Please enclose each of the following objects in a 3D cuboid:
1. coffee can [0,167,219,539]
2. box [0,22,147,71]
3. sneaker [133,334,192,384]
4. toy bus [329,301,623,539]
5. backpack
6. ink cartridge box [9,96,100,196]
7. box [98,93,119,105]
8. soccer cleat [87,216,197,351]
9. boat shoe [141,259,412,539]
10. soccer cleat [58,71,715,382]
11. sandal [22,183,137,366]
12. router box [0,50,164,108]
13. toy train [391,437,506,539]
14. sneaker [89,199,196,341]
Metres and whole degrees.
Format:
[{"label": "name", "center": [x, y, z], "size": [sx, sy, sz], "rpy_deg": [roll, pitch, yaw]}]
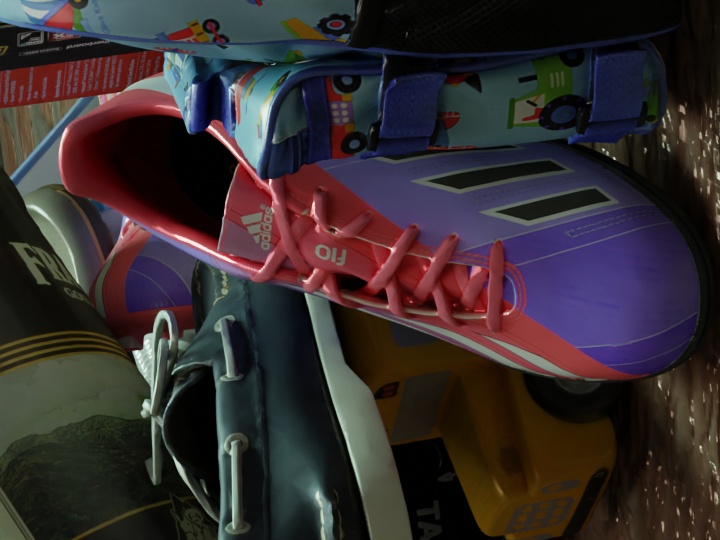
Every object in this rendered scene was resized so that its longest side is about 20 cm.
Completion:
[{"label": "coffee can", "center": [-0.128, 0.082, 0.865], "size": [0.200, 0.146, 0.147], "rpy_deg": [52, 157, 22]}, {"label": "box", "center": [-0.104, -0.182, 0.997], "size": [0.050, 0.197, 0.202], "rpy_deg": [113, 146, -70]}, {"label": "sneaker", "center": [-0.053, 0.085, 1.109], "size": [0.114, 0.073, 0.200], "rpy_deg": [42, 156, -23]}, {"label": "toy bus", "center": [0.022, -0.014, 0.813], "size": [0.065, 0.078, 0.201], "rpy_deg": [105, 153, -63]}, {"label": "backpack", "center": [-0.028, -0.106, 0.683], "size": [0.183, 0.198, 0.136], "rpy_deg": [-126, 31, -64]}, {"label": "ink cartridge box", "center": [-0.119, -0.046, 1.294], "size": [0.076, 0.137, 0.200], "rpy_deg": [42, 168, -2]}, {"label": "box", "center": [-0.081, -0.164, 1.151], "size": [0.103, 0.094, 0.202], "rpy_deg": [135, 125, -76]}, {"label": "soccer cleat", "center": [-0.070, -0.013, 0.979], "size": [0.200, 0.066, 0.077], "rpy_deg": [-92, -3, -86]}, {"label": "boat shoe", "center": [-0.033, 0.046, 0.772], "size": [0.200, 0.061, 0.075], "rpy_deg": [-115, 18, -57]}, {"label": "soccer cleat", "center": [0.004, -0.011, 0.718], "size": [0.199, 0.073, 0.069], "rpy_deg": [21, 113, 34]}, {"label": "sandal", "center": [-0.116, 0.060, 1.044], "size": [0.082, 0.054, 0.202], "rpy_deg": [-29, 73, 48]}, {"label": "router box", "center": [-0.103, -0.174, 1.047], "size": [0.049, 0.178, 0.202], "rpy_deg": [117, 143, -69]}, {"label": "toy train", "center": [0.019, 0.083, 0.894], "size": [0.114, 0.086, 0.202], "rpy_deg": [-157, 58, -83]}, {"label": "sneaker", "center": [-0.067, 0.002, 1.153], "size": [0.077, 0.080, 0.200], "rpy_deg": [-59, -23, -13]}]
